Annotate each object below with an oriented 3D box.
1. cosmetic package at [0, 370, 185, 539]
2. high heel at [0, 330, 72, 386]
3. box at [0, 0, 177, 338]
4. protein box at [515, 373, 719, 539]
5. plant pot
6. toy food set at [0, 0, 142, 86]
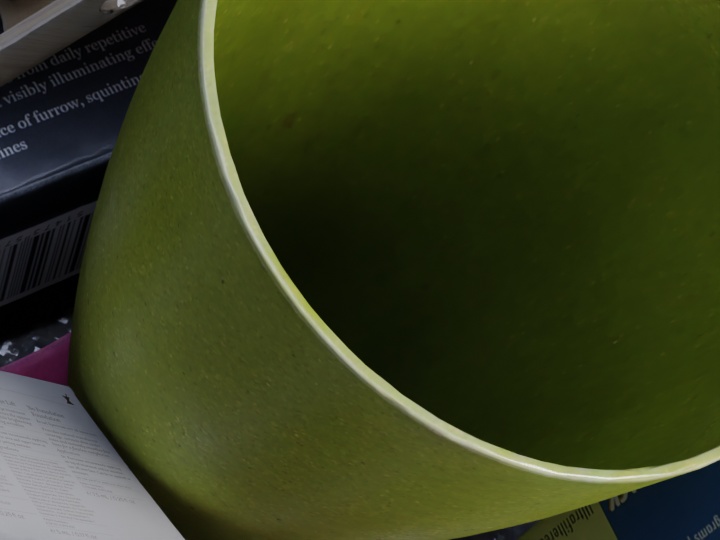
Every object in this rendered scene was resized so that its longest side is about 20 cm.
[{"bbox_3d":[-0.129,0.057,0.681,0.200,0.051,0.083,18,27,-53],"label":"cosmetic package"},{"bbox_3d":[-0.109,0.026,0.849,0.199,0.067,0.096,2,70,-19],"label":"high heel"},{"bbox_3d":[-0.154,-0.079,0.877,0.148,0.107,0.200,-23,70,-24],"label":"box"},{"bbox_3d":[0.185,0.122,0.798,0.198,0.135,0.200,-4,59,-47],"label":"protein box"},{"bbox_3d":[0.000,0.000,0.762,0.187,0.200,0.188,12,62,-25],"label":"plant pot"},{"bbox_3d":[-0.079,-0.166,0.798,0.060,0.143,0.200,22,46,-54],"label":"toy food set"}]
